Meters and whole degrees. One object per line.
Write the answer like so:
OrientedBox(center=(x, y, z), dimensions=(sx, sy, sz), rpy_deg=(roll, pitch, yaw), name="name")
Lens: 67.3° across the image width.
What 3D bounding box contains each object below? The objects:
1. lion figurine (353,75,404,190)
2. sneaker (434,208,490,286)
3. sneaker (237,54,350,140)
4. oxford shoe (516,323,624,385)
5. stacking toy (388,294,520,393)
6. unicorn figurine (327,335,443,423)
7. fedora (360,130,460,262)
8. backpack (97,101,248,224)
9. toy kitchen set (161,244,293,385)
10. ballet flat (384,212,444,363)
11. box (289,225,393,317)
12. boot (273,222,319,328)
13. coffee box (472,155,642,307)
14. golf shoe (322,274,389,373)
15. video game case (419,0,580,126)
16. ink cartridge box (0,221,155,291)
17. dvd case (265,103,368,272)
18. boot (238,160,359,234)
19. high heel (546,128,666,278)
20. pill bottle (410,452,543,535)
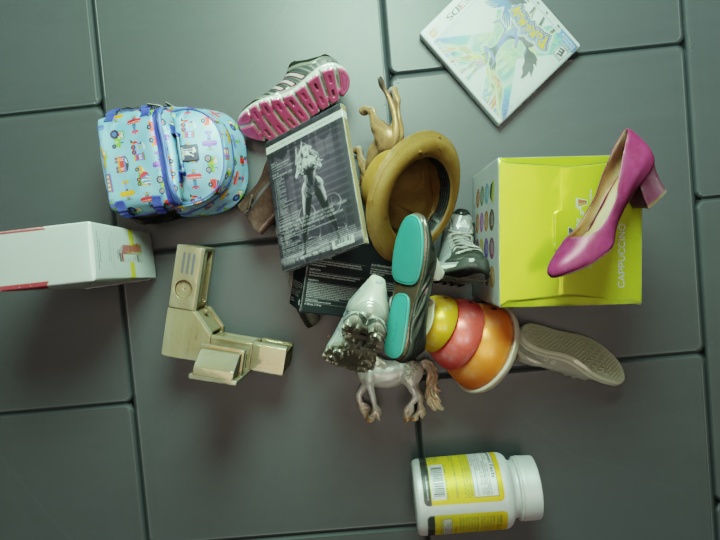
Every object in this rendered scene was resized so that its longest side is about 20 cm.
OrientedBox(center=(0.034, -0.180, 0.834), dimensions=(0.071, 0.201, 0.124), rpy_deg=(-10, 59, -9), name="lion figurine")
OrientedBox(center=(0.149, -0.041, 0.817), dimensions=(0.073, 0.200, 0.118), rpy_deg=(9, 85, -4), name="sneaker")
OrientedBox(center=(-0.109, -0.282, 0.872), dimensions=(0.197, 0.088, 0.074), rpy_deg=(-27, 133, 14), name="sneaker")
OrientedBox(center=(0.338, 0.143, 0.889), dimensions=(0.196, 0.076, 0.058), rpy_deg=(18, 134, -7), name="oxford shoe")
OrientedBox(center=(0.128, 0.085, 0.818), dimensions=(0.198, 0.146, 0.148), rpy_deg=(28, 93, -22), name="stacking toy")
OrientedBox(center=(0.035, 0.179, 0.895), dimensions=(0.195, 0.074, 0.141), rpy_deg=(2, 83, -13), name="unicorn figurine")
OrientedBox(center=(0.061, -0.112, 0.777), dimensions=(0.081, 0.200, 0.203), rpy_deg=(33, 93, 38), name="fedora")
OrientedBox(center=(-0.283, -0.171, 0.851), dimensions=(0.195, 0.135, 0.187), rpy_deg=(-5, 91, 3), name="backpack")
OrientedBox(center=(-0.206, 0.066, 0.845), dimensions=(0.195, 0.163, 0.185), rpy_deg=(9, 92, 1), name="toy kitchen set")
OrientedBox(center=(0.075, 0.025, 0.743), dimensions=(0.067, 0.067, 0.205), rpy_deg=(3, 100, -39), name="ballet flat")
OrientedBox(center=(0.000, 0.000, 0.848), dimensions=(0.196, 0.079, 0.144), rpy_deg=(9, 95, -21), name="box")
OrientedBox(center=(-0.060, -0.016, 0.890), dimensions=(0.128, 0.068, 0.204), rpy_deg=(-14, 93, -4), name="boot")
OrientedBox(center=(0.281, -0.056, 0.809), dimensions=(0.195, 0.198, 0.205), rpy_deg=(-1, 92, 2), name="coffee box")
OrientedBox(center=(0.002, 0.081, 0.776), dimensions=(0.077, 0.201, 0.099), rpy_deg=(21, 58, -7), name="golf shoe")
OrientedBox(center=(0.227, -0.375, 0.886), dimensions=(0.182, 0.022, 0.200), rpy_deg=(-43, 91, 3), name="video game case")
OrientedBox(center=(-0.426, -0.018, 0.831), dimensions=(0.142, 0.200, 0.085), rpy_deg=(-7, 89, 2), name="ink cartridge box")
OrientedBox(center=(-0.067, -0.115, 0.772), dimensions=(0.147, 0.016, 0.204), rpy_deg=(-17, 76, 31), name="dvd case")
OrientedBox(center=(-0.100, -0.119, 0.842), dimensions=(0.167, 0.072, 0.200), rpy_deg=(-51, 46, 4), name="boot")
OrientedBox(center=(0.289, -0.082, 0.674), dimensions=(0.199, 0.067, 0.097), rpy_deg=(-41, 103, -13), name="high heel")
OrientedBox(center=(0.183, 0.356, 0.870), dimensions=(0.195, 0.114, 0.117), rpy_deg=(-5, 92, 2), name="pill bottle")
